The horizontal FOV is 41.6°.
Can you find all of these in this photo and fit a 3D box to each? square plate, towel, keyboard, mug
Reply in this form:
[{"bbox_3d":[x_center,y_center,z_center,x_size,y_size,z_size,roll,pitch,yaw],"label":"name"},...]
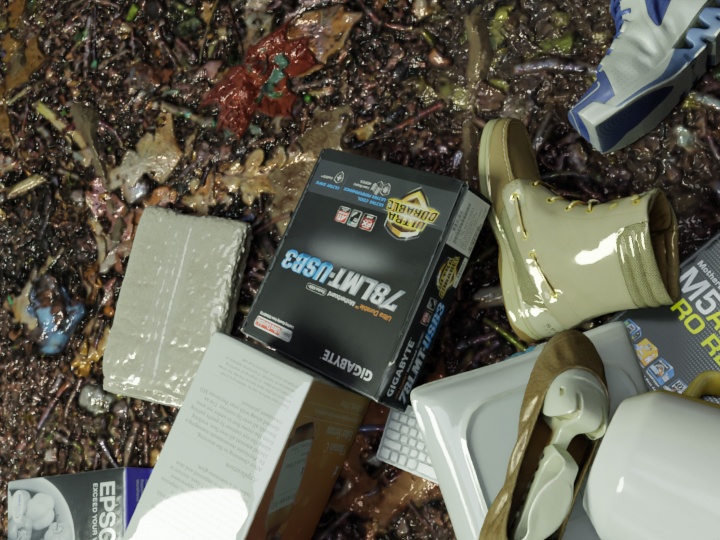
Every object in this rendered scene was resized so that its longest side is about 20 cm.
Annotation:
[{"bbox_3d":[0.158,0.158,0.726,0.195,0.028,0.203,-16,80,-15],"label":"square plate"},{"bbox_3d":[-0.187,0.038,0.970,0.131,0.034,0.203,10,80,21],"label":"towel"},{"bbox_3d":[0.109,0.175,0.840,0.198,0.011,0.057,18,84,23],"label":"keyboard"},{"bbox_3d":[0.246,0.157,0.665,0.152,0.186,0.151,22,99,23],"label":"mug"}]

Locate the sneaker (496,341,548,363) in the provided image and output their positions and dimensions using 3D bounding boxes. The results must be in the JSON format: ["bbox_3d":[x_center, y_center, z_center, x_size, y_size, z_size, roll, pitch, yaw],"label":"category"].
[{"bbox_3d":[0.137,0.165,0.794,0.089,0.078,0.203,-13,63,50],"label":"sneaker"}]

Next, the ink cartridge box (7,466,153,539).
[{"bbox_3d":[-0.257,0.299,0.930,0.197,0.043,0.201,-10,74,17],"label":"ink cartridge box"}]

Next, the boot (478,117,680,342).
[{"bbox_3d":[0.183,-0.053,0.801,0.154,0.072,0.203,-19,73,42],"label":"boot"}]

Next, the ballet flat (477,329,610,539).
[{"bbox_3d":[0.139,0.131,0.676,0.067,0.072,0.202,28,72,-4],"label":"ballet flat"}]

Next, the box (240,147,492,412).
[{"bbox_3d":[0.000,0.000,0.866,0.199,0.049,0.201,21,84,45],"label":"box"}]

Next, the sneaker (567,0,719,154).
[{"bbox_3d":[0.251,-0.206,0.846,0.199,0.081,0.115,-41,64,0],"label":"sneaker"}]

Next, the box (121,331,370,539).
[{"bbox_3d":[-0.095,0.176,0.838,0.105,0.152,0.202,22,86,23],"label":"box"}]

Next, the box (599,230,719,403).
[{"bbox_3d":[0.316,0.079,0.766,0.160,0.044,0.201,-39,67,9],"label":"box"}]
